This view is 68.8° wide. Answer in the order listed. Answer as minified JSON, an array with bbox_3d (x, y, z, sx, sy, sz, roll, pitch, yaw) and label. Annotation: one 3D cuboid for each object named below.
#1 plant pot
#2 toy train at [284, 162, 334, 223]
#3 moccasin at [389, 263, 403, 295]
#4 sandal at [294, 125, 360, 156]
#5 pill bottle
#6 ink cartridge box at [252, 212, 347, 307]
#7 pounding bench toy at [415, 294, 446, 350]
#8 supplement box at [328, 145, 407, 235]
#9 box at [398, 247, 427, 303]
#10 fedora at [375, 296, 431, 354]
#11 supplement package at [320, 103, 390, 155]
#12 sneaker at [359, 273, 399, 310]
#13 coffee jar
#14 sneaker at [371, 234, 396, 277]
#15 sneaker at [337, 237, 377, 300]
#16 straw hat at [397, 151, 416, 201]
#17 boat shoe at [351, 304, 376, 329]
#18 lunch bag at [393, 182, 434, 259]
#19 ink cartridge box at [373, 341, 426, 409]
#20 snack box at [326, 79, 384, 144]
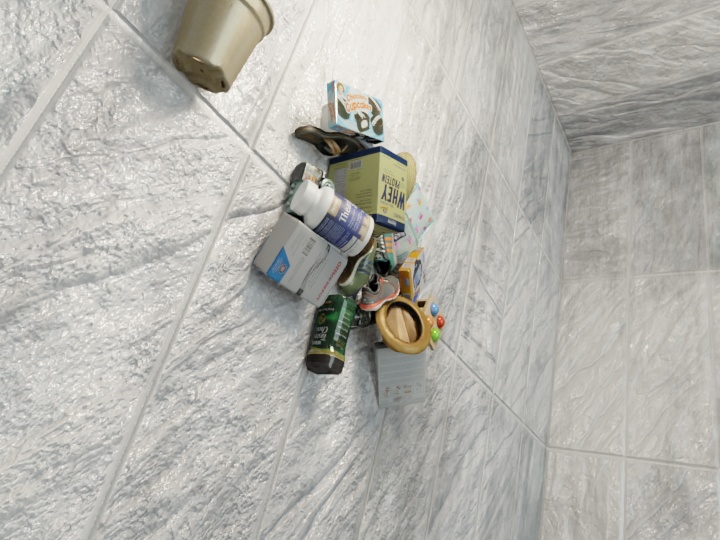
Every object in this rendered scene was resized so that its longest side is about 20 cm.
[{"bbox_3d":[-0.303,-0.492,1.108,0.199,0.196,0.189,35,71,-45],"label":"plant pot"},{"bbox_3d":[-0.140,-0.179,1.367,0.112,0.084,0.207,27,66,-33],"label":"toy train"},{"bbox_3d":[0.108,0.054,1.679,0.204,0.071,0.080,-61,145,-42],"label":"moccasin"},{"bbox_3d":[-0.089,-0.343,1.428,0.195,0.081,0.057,7,75,-38],"label":"sandal"},{"bbox_3d":[-0.071,-0.132,1.290,0.197,0.110,0.114,32,59,-23],"label":"pill bottle"},{"bbox_3d":[-0.144,-0.022,1.292,0.199,0.083,0.147,37,85,-45],"label":"ink cartridge box"},{"bbox_3d":[0.173,0.195,1.678,0.126,0.152,0.203,58,45,-30],"label":"pounding bench toy"},{"bbox_3d":[0.016,-0.212,1.475,0.132,0.195,0.208,12,78,-48],"label":"supplement box"},{"bbox_3d":[0.174,0.011,1.690,0.200,0.040,0.123,-48,135,-54],"label":"box"},{"bbox_3d":[0.115,0.172,1.547,0.194,0.083,0.205,16,45,-17],"label":"fedora"},{"bbox_3d":[-0.014,-0.398,1.531,0.197,0.111,0.114,25,66,-47],"label":"supplement package"},{"bbox_3d":[0.061,0.044,1.530,0.199,0.075,0.085,-40,131,-56],"label":"sneaker"},{"bbox_3d":[-0.078,0.171,1.383,0.084,0.102,0.207,32,60,-40],"label":"coffee jar"},{"bbox_3d":[0.064,-0.072,1.616,0.081,0.069,0.205,-58,138,-49],"label":"sneaker"},{"bbox_3d":[0.000,0.000,1.546,0.202,0.065,0.092,-56,132,-37],"label":"sneaker"},{"bbox_3d":[0.074,-0.275,1.585,0.083,0.198,0.209,16,72,-35],"label":"straw hat"},{"bbox_3d":[0.003,0.129,1.528,0.198,0.064,0.075,-3,85,-56],"label":"boat shoe"},{"bbox_3d":[0.132,-0.159,1.700,0.201,0.120,0.173,-49,129,-24],"label":"lunch bag"},{"bbox_3d":[0.122,0.313,1.620,0.156,0.057,0.207,-6,113,-11],"label":"ink cartridge box"},{"bbox_3d":[-0.011,-0.423,1.420,0.196,0.036,0.121,3,82,-49],"label":"snack box"}]
